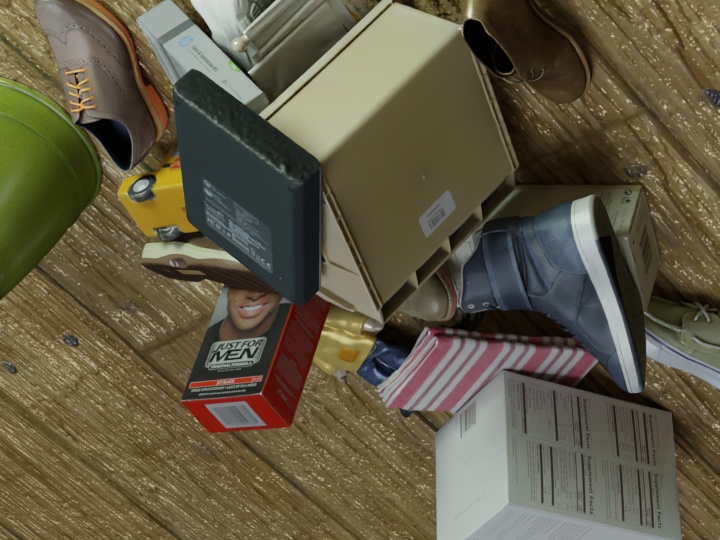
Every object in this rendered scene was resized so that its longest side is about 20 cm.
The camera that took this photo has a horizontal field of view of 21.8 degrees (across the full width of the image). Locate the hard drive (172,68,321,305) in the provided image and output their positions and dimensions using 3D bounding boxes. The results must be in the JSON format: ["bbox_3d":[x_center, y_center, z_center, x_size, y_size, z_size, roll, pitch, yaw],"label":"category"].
[{"bbox_3d":[-0.092,-0.064,1.541,0.139,0.033,0.200,38,157,18],"label":"hard drive"}]

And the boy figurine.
[{"bbox_3d":[-0.016,0.074,1.939,0.200,0.065,0.124,28,144,-12],"label":"boy figurine"}]

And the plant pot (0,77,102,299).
[{"bbox_3d":[-0.387,-0.057,1.857,0.200,0.193,0.201,14,141,11],"label":"plant pot"}]

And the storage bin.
[{"bbox_3d":[0.024,-0.093,1.600,0.094,0.200,0.199,24,150,40],"label":"storage bin"}]

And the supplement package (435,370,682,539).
[{"bbox_3d":[0.197,0.218,1.892,0.200,0.151,0.152,15,145,-21],"label":"supplement package"}]

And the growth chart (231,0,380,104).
[{"bbox_3d":[-0.024,-0.172,1.622,0.018,0.145,0.200,44,169,49],"label":"growth chart"}]

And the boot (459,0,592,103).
[{"bbox_3d":[0.131,-0.179,1.541,0.073,0.076,0.200,-5,154,30],"label":"boot"}]

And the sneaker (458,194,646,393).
[{"bbox_3d":[0.169,0.032,1.663,0.146,0.077,0.203,-13,119,20],"label":"sneaker"}]

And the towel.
[{"bbox_3d":[0.132,0.099,1.874,0.200,0.030,0.146,5,149,-21],"label":"towel"}]

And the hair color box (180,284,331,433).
[{"bbox_3d":[-0.095,0.060,1.845,0.101,0.200,0.061,-8,138,31],"label":"hair color box"}]

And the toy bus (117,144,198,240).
[{"bbox_3d":[-0.132,-0.086,1.794,0.200,0.078,0.065,-7,134,32],"label":"toy bus"}]

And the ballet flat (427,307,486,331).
[{"bbox_3d":[0.046,-0.004,1.814,0.200,0.074,0.074,37,139,-18],"label":"ballet flat"}]

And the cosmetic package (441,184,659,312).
[{"bbox_3d":[0.167,-0.021,1.732,0.200,0.073,0.104,3,137,23],"label":"cosmetic package"}]

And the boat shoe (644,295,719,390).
[{"bbox_3d":[0.322,0.061,1.773,0.200,0.072,0.062,27,117,-11],"label":"boat shoe"}]

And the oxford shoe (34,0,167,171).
[{"bbox_3d":[-0.247,-0.179,1.744,0.071,0.073,0.200,-7,133,32],"label":"oxford shoe"}]

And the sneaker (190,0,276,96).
[{"bbox_3d":[-0.079,-0.197,1.659,0.099,0.078,0.200,16,151,44],"label":"sneaker"}]

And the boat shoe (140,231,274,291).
[{"bbox_3d":[-0.137,-0.029,1.845,0.202,0.075,0.075,7,163,39],"label":"boat shoe"}]

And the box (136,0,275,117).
[{"bbox_3d":[-0.115,-0.136,1.656,0.200,0.041,0.156,48,170,47],"label":"box"}]

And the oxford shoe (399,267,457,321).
[{"bbox_3d":[0.000,0.000,1.747,0.200,0.075,0.071,29,126,31],"label":"oxford shoe"}]
